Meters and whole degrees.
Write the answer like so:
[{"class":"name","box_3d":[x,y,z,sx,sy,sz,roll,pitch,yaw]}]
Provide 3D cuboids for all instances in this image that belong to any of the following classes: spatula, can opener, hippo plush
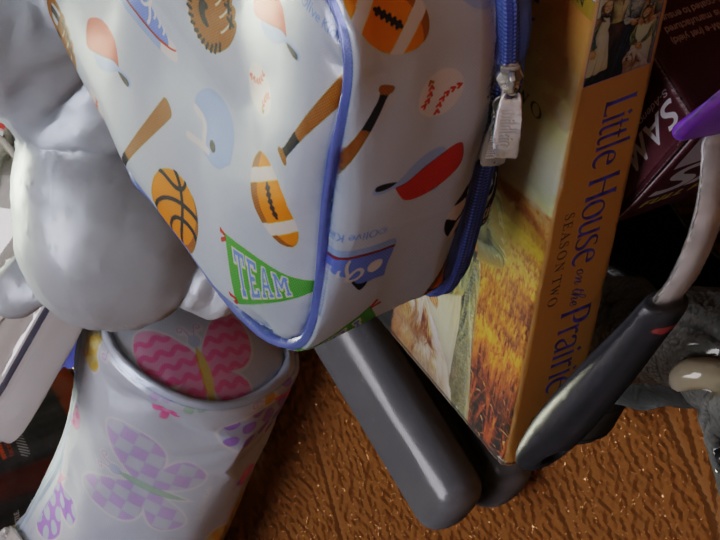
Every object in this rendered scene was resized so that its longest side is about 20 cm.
[{"class":"spatula","box_3d":[0.089,-0.006,0.824,0.021,0.056,0.200,52,134,26]},{"class":"can opener","box_3d":[0.000,0.000,1.098,0.201,0.053,0.066,62,144,13]},{"class":"hippo plush","box_3d":[-0.072,-0.062,1.016,0.159,0.200,0.161,-7,113,26]}]

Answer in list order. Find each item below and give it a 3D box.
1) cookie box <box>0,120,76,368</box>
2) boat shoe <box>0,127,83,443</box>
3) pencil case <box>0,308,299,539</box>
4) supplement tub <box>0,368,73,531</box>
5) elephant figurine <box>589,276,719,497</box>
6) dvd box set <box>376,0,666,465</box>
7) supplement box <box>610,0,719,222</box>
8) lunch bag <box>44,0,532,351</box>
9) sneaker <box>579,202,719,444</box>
[{"class":"cookie box","box_3d":[-0.166,-0.076,1.276,0.200,0.075,0.172,38,133,39]},{"class":"boat shoe","box_3d":[-0.126,-0.025,1.154,0.200,0.066,0.072,-59,19,27]},{"class":"pencil case","box_3d":[-0.092,0.081,1.237,0.090,0.083,0.200,28,135,2]},{"class":"supplement tub","box_3d":[-0.217,0.109,1.326,0.107,0.199,0.107,27,126,46]},{"class":"elephant figurine","box_3d":[0.156,0.054,0.851,0.200,0.141,0.156,135,146,-57]},{"class":"dvd box set","box_3d":[0.025,-0.058,0.868,0.146,0.029,0.200,50,149,32]},{"class":"supplement box","box_3d":[0.077,-0.124,0.879,0.200,0.109,0.061,60,147,16]},{"class":"lunch bag","box_3d":[-0.027,-0.086,0.826,0.200,0.075,0.161,52,149,32]},{"class":"sneaker","box_3d":[0.059,-0.019,1.004,0.200,0.060,0.104,50,142,20]}]
